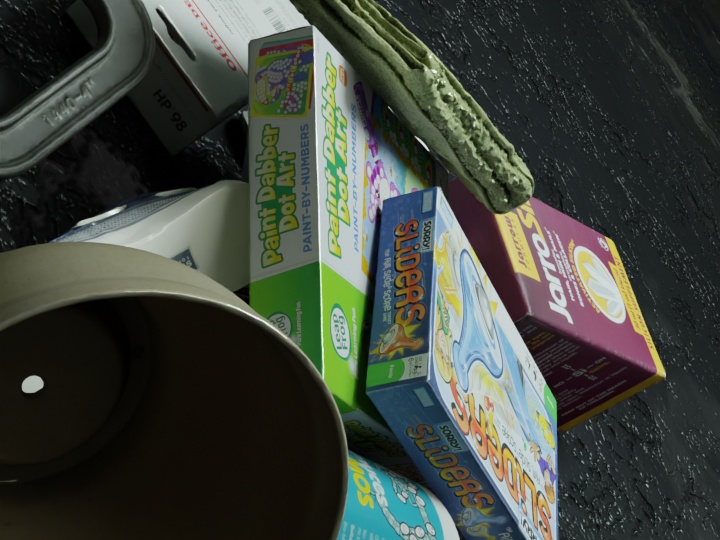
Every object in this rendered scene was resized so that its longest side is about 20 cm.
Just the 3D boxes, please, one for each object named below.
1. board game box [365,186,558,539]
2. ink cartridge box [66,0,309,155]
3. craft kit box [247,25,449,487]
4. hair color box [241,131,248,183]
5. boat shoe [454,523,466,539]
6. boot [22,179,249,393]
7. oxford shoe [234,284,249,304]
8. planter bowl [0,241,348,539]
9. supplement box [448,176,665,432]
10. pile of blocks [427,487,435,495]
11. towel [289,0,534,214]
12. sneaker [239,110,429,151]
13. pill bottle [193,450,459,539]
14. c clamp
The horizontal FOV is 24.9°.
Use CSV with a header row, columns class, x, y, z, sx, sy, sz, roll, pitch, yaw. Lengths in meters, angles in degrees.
class,x,y,z,sx,sy,sz,roll,pitch,yaw
board game box,0.061,0.070,0.894,0.200,0.034,0.135,57,27,-42
ink cartridge box,-0.110,-0.152,1.050,0.116,0.067,0.200,54,26,-6
craft kit box,0.000,0.000,0.888,0.197,0.048,0.200,36,47,-57
hair color box,0.000,-0.033,1.040,0.200,0.061,0.099,52,34,-46
boat shoe,0.067,0.240,0.918,0.066,0.070,0.200,51,17,-54
boot,-0.138,0.010,0.828,0.200,0.090,0.073,-26,106,-38
oxford shoe,-0.071,0.030,0.900,0.070,0.075,0.200,48,27,-17
planter bowl,-0.122,0.070,0.666,0.200,0.200,0.135,37,6,-35
supplement box,0.120,0.025,1.205,0.200,0.103,0.131,22,43,-49
pile of blocks,0.031,0.127,0.999,0.062,0.082,0.200,-38,87,-32
towel,0.025,-0.112,0.965,0.148,0.036,0.200,47,4,31
sneaker,0.002,-0.092,1.155,0.200,0.087,0.075,7,53,-59
pill bottle,-0.024,0.142,0.815,0.200,0.111,0.111,31,36,-43
c clamp,-0.197,-0.147,0.884,0.171,0.027,0.200,48,49,-15
